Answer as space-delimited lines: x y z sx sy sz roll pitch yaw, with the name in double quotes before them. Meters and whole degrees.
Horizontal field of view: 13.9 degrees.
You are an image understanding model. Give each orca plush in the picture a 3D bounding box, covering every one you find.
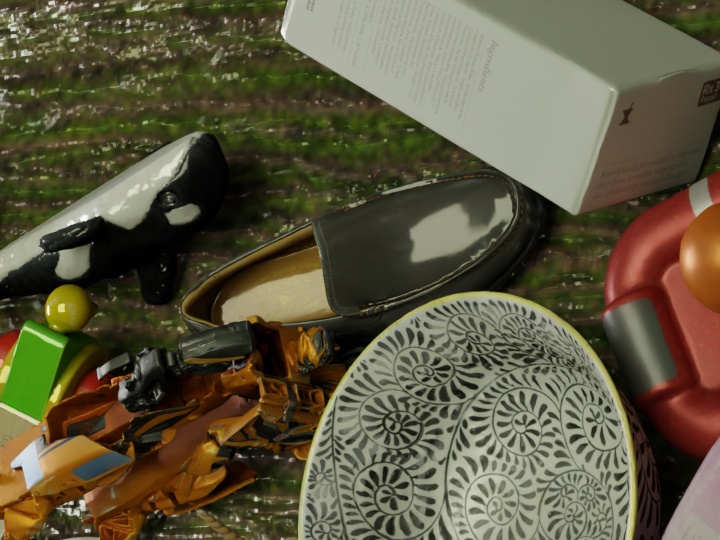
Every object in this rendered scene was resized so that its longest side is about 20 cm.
"orca plush" -0.136 -0.003 1.572 0.199 0.105 0.071 -31 98 21

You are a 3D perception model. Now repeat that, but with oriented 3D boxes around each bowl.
"bowl" 0.074 0.117 1.397 0.200 0.094 0.202 -11 73 38

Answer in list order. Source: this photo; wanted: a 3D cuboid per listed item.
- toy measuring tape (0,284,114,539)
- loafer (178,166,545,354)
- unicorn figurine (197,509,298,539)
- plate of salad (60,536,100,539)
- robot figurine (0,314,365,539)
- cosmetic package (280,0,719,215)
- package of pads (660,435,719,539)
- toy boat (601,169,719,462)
"toy measuring tape" -0.177 0.096 1.580 0.073 0.073 0.201 32 114 32
"loafer" 0.000 0.000 1.482 0.199 0.072 0.073 -28 67 25
"unicorn figurine" -0.003 0.217 1.458 0.199 0.074 0.138 20 93 17
"plate of salad" -0.154 0.241 1.555 0.199 0.048 0.201 -6 78 32
"robot figurine" -0.087 0.082 1.486 0.199 0.145 0.059 -28 65 32
"cosmetic package" 0.069 -0.107 1.432 0.200 0.101 0.074 35 122 32
"package of pads" 0.163 0.170 1.323 0.076 0.120 0.201 34 100 31
"toy boat" 0.189 -0.001 1.328 0.199 0.131 0.131 -30 68 25
